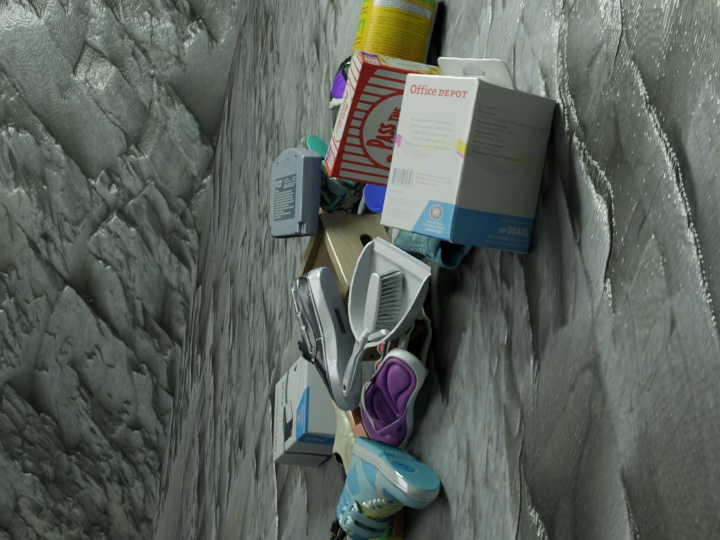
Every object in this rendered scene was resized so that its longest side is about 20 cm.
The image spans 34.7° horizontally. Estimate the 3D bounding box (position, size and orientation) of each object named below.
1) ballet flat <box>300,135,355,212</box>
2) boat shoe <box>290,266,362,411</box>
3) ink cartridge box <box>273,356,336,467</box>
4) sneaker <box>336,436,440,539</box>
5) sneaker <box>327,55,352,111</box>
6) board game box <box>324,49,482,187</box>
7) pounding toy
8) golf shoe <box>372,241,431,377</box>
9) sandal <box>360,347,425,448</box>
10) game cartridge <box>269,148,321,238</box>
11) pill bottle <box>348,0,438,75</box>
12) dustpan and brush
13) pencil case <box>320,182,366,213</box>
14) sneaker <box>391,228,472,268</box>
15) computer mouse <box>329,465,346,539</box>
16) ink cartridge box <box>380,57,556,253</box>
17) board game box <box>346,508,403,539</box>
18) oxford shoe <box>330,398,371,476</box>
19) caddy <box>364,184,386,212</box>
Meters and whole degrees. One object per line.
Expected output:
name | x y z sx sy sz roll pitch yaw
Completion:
ballet flat | -0.065 -0.148 1.782 0.200 0.074 0.075 -118 40 -61
boat shoe | -0.052 0.099 1.582 0.067 0.072 0.201 -20 79 25
ink cartridge box | -0.081 0.231 1.916 0.200 0.083 0.146 130 144 -61
sneaker | 0.033 0.300 1.478 0.200 0.079 0.131 -158 85 -70
sneaker | -0.010 -0.321 1.971 0.200 0.069 0.100 -157 78 -72
board game box | 0.071 -0.173 1.405 0.046 0.198 0.152 -109 31 -57
pounding toy | 0.000 0.000 1.721 0.201 0.141 0.185 -113 33 -41
golf shoe | 0.067 0.058 1.556 0.088 0.077 0.202 -12 77 59
sandal | 0.032 0.177 1.529 0.050 0.082 0.203 -42 -25 -38
game cartridge | -0.099 -0.117 1.749 0.200 0.041 0.134 -178 94 -73
pill bottle | 0.043 -0.316 1.699 0.111 0.110 0.202 -172 94 -73
dustpan and brush | 0.016 0.071 1.510 0.139 0.057 0.201 32 117 51
pencil case | -0.015 -0.161 1.883 0.078 0.089 0.201 39 123 28
sneaker | 0.094 -0.036 1.463 0.200 0.073 0.083 140 139 -60
computer mouse | -0.025 0.340 1.766 0.059 0.034 0.201 -115 36 -60
ink cartridge box | 0.123 -0.133 1.291 0.128 0.125 0.202 18 98 52
board game box | 0.021 0.343 1.622 0.200 0.030 0.096 127 147 -62
oxford shoe | -0.019 0.240 1.690 0.074 0.071 0.200 -47 22 5
caddy | 0.066 -0.164 1.594 0.142 0.104 0.200 68 155 13
